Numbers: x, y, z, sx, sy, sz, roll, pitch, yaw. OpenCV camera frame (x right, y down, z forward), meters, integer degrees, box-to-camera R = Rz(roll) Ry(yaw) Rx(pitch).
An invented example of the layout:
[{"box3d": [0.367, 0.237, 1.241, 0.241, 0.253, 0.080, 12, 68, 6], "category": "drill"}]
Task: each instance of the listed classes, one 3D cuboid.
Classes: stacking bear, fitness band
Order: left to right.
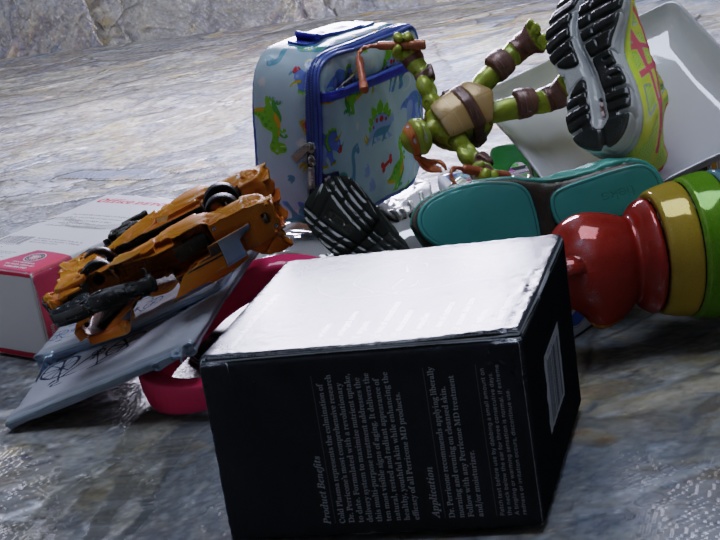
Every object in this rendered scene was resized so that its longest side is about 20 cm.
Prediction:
[{"box3d": [-0.085, 0.048, 1.362, 0.142, 0.038, 0.200, 0, 31, 36], "category": "fitness band"}, {"box3d": [0.229, -0.011, 1.276, 0.197, 0.115, 0.121, -9, 15, -9], "category": "stacking bear"}]

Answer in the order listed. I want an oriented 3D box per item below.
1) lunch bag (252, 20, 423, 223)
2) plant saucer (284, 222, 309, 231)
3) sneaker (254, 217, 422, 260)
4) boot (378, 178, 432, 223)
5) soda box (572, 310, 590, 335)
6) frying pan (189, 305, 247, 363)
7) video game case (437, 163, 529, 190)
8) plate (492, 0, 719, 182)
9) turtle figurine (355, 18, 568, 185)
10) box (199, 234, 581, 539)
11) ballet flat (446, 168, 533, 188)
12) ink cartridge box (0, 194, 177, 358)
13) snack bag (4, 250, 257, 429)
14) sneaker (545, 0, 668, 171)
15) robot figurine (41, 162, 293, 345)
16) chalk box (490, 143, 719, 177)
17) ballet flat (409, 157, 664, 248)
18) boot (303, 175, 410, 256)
[{"box3d": [-0.016, -0.131, 1.521, 0.082, 0.163, 0.200, 7, 18, 27], "category": "lunch bag"}, {"box3d": [-0.133, -0.030, 1.745, 0.198, 0.035, 0.200, -9, 16, 3], "category": "plant saucer"}, {"box3d": [0.000, 0.000, 1.473, 0.198, 0.071, 0.080, -6, 11, 18], "category": "sneaker"}, {"box3d": [0.033, -0.049, 1.629, 0.094, 0.074, 0.200, -16, 14, 3], "category": "boot"}, {"box3d": [0.152, 0.008, 1.372, 0.068, 0.064, 0.199, 2, 18, 37], "category": "soda box"}, {"box3d": [-0.075, 0.038, 1.476, 0.114, 0.031, 0.190, -3, 19, 19], "category": "frying pan"}, {"box3d": [0.189, -0.087, 1.782, 0.197, 0.023, 0.182, -12, 15, -5], "category": "video game case"}, {"box3d": [0.224, -0.126, 1.465, 0.198, 0.033, 0.201, -26, 43, -6], "category": "plate"}, {"box3d": [0.097, -0.126, 1.445, 0.160, 0.201, 0.065, -28, -26, -12], "category": "turtle figurine"}, {"box3d": [0.027, 0.069, 1.105, 0.194, 0.125, 0.200, -4, 16, 15], "category": "box"}, {"box3d": [0.104, -0.052, 1.519, 0.071, 0.073, 0.200, -17, -2, -28], "category": "ballet flat"}, {"box3d": [-0.251, 0.002, 1.591, 0.144, 0.085, 0.199, 6, 24, 43], "category": "ink cartridge box"}, {"box3d": [-0.180, 0.044, 1.382, 0.187, 0.022, 0.200, -22, 19, 23], "category": "snack bag"}, {"box3d": [0.205, -0.155, 1.415, 0.078, 0.090, 0.202, -26, 46, 34], "category": "sneaker"}, {"box3d": [-0.150, -0.009, 1.353, 0.198, 0.059, 0.145, -27, 20, 5], "category": "robot figurine"}, {"box3d": [0.217, -0.090, 1.574, 0.198, 0.126, 0.124, -3, 17, 18], "category": "chalk box"}, {"box3d": [0.132, -0.039, 1.339, 0.198, 0.068, 0.070, -11, -8, -8], "category": "ballet flat"}, {"box3d": [0.038, 0.023, 1.336, 0.067, 0.201, 0.131, -35, -33, 9], "category": "boot"}]
